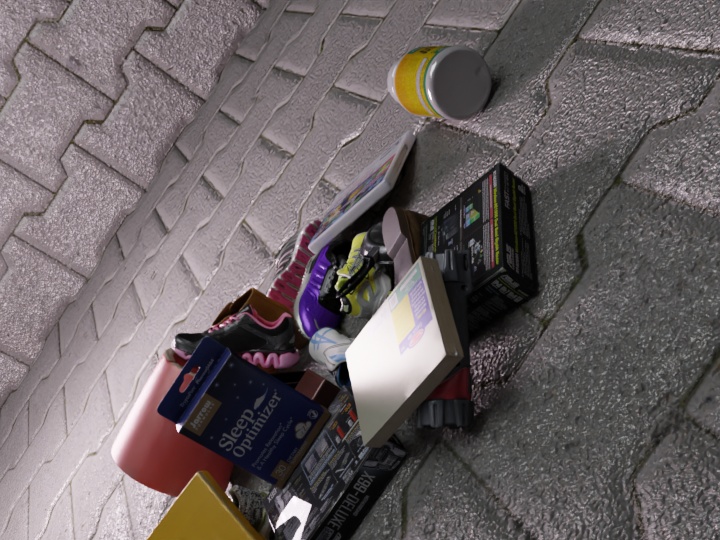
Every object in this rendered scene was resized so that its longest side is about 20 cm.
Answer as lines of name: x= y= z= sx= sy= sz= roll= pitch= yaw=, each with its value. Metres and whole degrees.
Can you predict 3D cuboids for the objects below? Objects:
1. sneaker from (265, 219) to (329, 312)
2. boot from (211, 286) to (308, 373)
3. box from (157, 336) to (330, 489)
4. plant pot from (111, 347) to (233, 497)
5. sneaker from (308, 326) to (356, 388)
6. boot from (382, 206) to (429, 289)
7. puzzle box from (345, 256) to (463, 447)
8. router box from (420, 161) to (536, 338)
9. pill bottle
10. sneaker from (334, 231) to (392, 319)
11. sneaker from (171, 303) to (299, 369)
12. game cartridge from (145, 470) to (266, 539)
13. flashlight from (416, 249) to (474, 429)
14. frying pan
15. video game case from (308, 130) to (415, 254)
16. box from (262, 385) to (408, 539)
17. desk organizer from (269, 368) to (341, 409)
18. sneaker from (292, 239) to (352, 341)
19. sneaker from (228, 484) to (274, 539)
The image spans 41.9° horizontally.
sneaker: x=-0.119 y=0.008 z=1.644 sx=0.087 sy=0.073 sz=0.202 roll=-16 pitch=47 yaw=63
boot: x=-0.188 y=0.129 z=1.536 sx=0.202 sy=0.143 sz=0.071 roll=-51 pitch=24 yaw=13
box: x=-0.150 y=0.186 z=1.215 sx=0.122 sy=0.199 sz=0.032 roll=-55 pitch=22 yaw=0
plant pot: x=-0.267 y=0.229 z=1.462 sx=0.179 sy=0.198 sz=0.200 roll=-68 pitch=23 yaw=8
sneaker: x=-0.028 y=0.127 z=1.328 sx=0.073 sy=0.072 sz=0.199 roll=-53 pitch=22 yaw=-17
boot: x=0.085 y=0.004 z=1.278 sx=0.074 sy=0.074 sz=0.202 roll=130 pitch=139 yaw=-51
puzzle box: x=0.045 y=0.097 z=1.081 sx=0.201 sy=0.025 sz=0.134 roll=-54 pitch=37 yaw=42
router box: x=0.146 y=-0.020 z=1.193 sx=0.150 sy=0.062 sz=0.202 roll=-39 pitch=30 yaw=36
pill bottle: x=0.119 y=-0.305 z=1.521 sx=0.114 sy=0.112 sz=0.200 roll=-57 pitch=24 yaw=-2
sneaker: x=0.000 y=0.000 z=1.398 sx=0.201 sy=0.075 sz=0.076 roll=-102 pitch=17 yaw=-60
sneaker: x=-0.192 y=0.097 z=1.453 sx=0.079 sy=0.197 sz=0.097 roll=-108 pitch=21 yaw=-76
game cartridge: x=-0.199 y=0.399 z=1.239 sx=0.200 sy=0.032 sz=0.177 roll=43 pitch=101 yaw=24
flashlight: x=0.094 y=0.080 z=1.082 sx=0.068 sy=0.067 sz=0.203 roll=-22 pitch=68 yaw=56
frying pan: x=0.021 y=-0.032 z=1.366 sx=0.188 sy=0.031 sz=0.115 roll=-26 pitch=32 yaw=-17
video game case: x=0.004 y=-0.132 z=1.588 sx=0.199 sy=0.023 sz=0.183 roll=-38 pitch=16 yaw=34
box: x=-0.038 y=0.268 z=1.207 sx=0.201 sy=0.050 sz=0.158 roll=-56 pitch=24 yaw=3
desk organizer: x=-0.084 y=0.184 z=1.368 sx=0.078 sy=0.071 sz=0.199 roll=-57 pitch=25 yaw=-7
sneaker: x=-0.045 y=0.025 z=1.485 sx=0.099 sy=0.069 sz=0.202 roll=-35 pitch=33 yaw=35
sneaker: x=-0.184 y=0.386 z=1.290 sx=0.077 sy=0.088 sz=0.202 roll=-18 pitch=45 yaw=54
